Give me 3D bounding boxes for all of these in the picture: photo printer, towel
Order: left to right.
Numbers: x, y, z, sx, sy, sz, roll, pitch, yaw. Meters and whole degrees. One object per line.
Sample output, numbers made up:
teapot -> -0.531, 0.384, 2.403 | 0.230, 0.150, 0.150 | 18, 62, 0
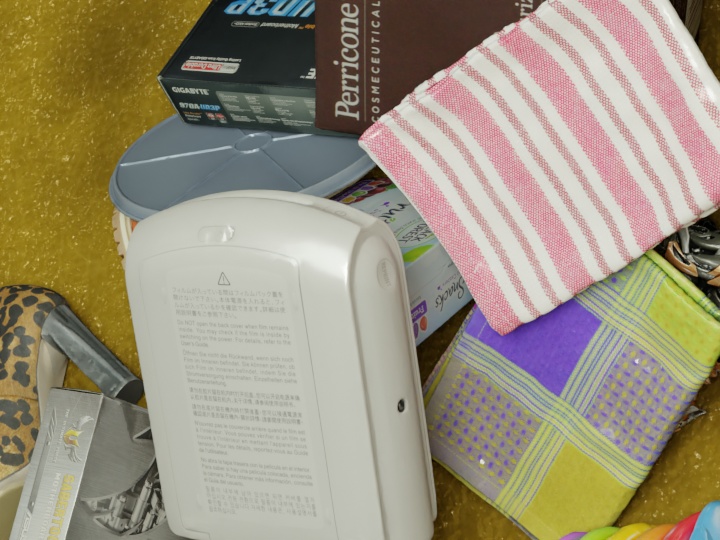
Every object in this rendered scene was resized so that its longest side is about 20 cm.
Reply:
photo printer -> -0.046, 0.054, 1.193 | 0.166, 0.069, 0.201 | 1, 108, 33
towel -> 0.108, -0.063, 1.164 | 0.200, 0.030, 0.147 | -33, 96, 36
towel -> 0.116, 0.064, 1.243 | 0.144, 0.023, 0.200 | 41, 123, 17

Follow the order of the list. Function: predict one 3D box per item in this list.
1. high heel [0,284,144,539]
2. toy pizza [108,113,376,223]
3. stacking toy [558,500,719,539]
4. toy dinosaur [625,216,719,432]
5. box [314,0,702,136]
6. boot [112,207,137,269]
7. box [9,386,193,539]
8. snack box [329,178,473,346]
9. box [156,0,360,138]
high heel -> -0.262, 0.107, 1.517 | 0.200, 0.071, 0.142 | -45, 59, -8
toy pizza -> -0.068, -0.071, 1.424 | 0.199, 0.032, 0.200 | -11, 28, 6
stacking toy -> 0.140, 0.183, 1.211 | 0.200, 0.110, 0.116 | 2, 75, 43
toy dinosaur -> 0.201, -0.003, 1.256 | 0.136, 0.102, 0.200 | 34, 74, 23
box -> 0.091, -0.171, 1.237 | 0.199, 0.166, 0.164 | 11, 38, 15
boot -> -0.082, 0.016, 1.422 | 0.107, 0.075, 0.200 | -39, 75, 13
box -> -0.155, 0.189, 1.365 | 0.048, 0.158, 0.201 | 6, 75, 35
snack box -> 0.000, 0.000, 1.315 | 0.142, 0.200, 0.053 | 2, 115, 33
box -> -0.015, -0.161, 1.434 | 0.199, 0.046, 0.159 | 8, 53, 36
